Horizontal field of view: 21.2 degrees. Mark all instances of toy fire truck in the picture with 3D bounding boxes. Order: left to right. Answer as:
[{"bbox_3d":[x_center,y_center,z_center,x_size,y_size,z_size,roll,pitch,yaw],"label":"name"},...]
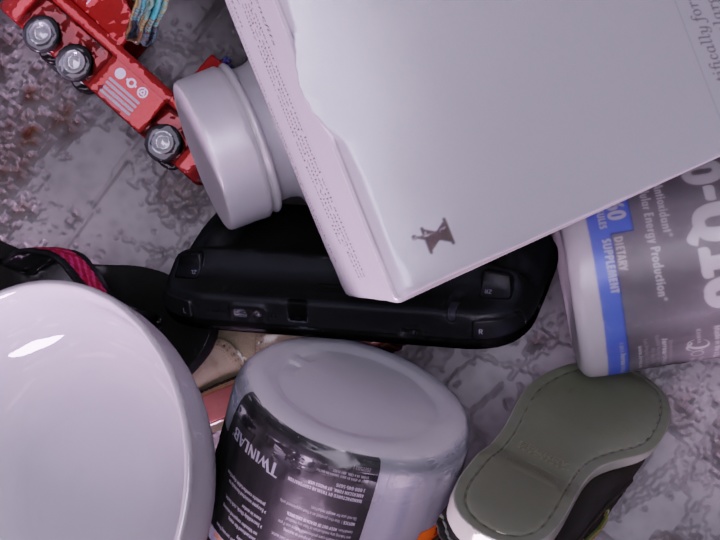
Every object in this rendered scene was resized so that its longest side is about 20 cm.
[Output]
[{"bbox_3d":[-0.119,-0.160,1.062,0.200,0.049,0.141,41,89,4],"label":"toy fire truck"}]

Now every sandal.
[{"bbox_3d":[-0.173,0.018,1.037,0.199,0.045,0.076,15,76,17],"label":"sandal"}]

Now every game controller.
[{"bbox_3d":[0.000,0.000,0.995,0.199,0.104,0.042,4,116,19],"label":"game controller"}]

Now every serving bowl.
[{"bbox_3d":[-0.149,0.110,0.969,0.199,0.066,0.201,-8,75,29],"label":"serving bowl"}]

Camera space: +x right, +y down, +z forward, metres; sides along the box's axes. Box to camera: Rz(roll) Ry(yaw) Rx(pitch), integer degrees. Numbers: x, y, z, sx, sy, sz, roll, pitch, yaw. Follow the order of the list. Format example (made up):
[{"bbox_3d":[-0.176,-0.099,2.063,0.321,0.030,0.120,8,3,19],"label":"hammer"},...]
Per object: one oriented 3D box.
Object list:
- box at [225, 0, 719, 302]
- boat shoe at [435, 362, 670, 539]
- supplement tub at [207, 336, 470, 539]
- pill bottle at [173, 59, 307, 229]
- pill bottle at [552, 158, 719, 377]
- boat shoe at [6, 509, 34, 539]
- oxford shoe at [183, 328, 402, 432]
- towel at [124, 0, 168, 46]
[{"bbox_3d":[0.055,-0.114,0.887,0.199,0.131,0.200,-23,95,-9],"label":"box"},{"bbox_3d":[0.096,0.108,0.982,0.071,0.201,0.061,30,123,20],"label":"boat shoe"},{"bbox_3d":[-0.025,0.146,0.980,0.122,0.123,0.201,18,115,5],"label":"supplement tub"},{"bbox_3d":[0.009,-0.095,1.002,0.199,0.111,0.112,-21,86,-9],"label":"pill bottle"},{"bbox_3d":[0.203,-0.015,1.001,0.199,0.114,0.115,-10,87,3],"label":"pill bottle"},{"bbox_3d":[-0.175,0.153,1.045,0.074,0.062,0.200,37,92,3],"label":"boat shoe"},{"bbox_3d":[-0.018,0.018,1.038,0.199,0.070,0.075,-24,81,1],"label":"oxford shoe"},{"bbox_3d":[-0.074,-0.199,0.910,0.022,0.200,0.148,18,76,-9],"label":"towel"}]
